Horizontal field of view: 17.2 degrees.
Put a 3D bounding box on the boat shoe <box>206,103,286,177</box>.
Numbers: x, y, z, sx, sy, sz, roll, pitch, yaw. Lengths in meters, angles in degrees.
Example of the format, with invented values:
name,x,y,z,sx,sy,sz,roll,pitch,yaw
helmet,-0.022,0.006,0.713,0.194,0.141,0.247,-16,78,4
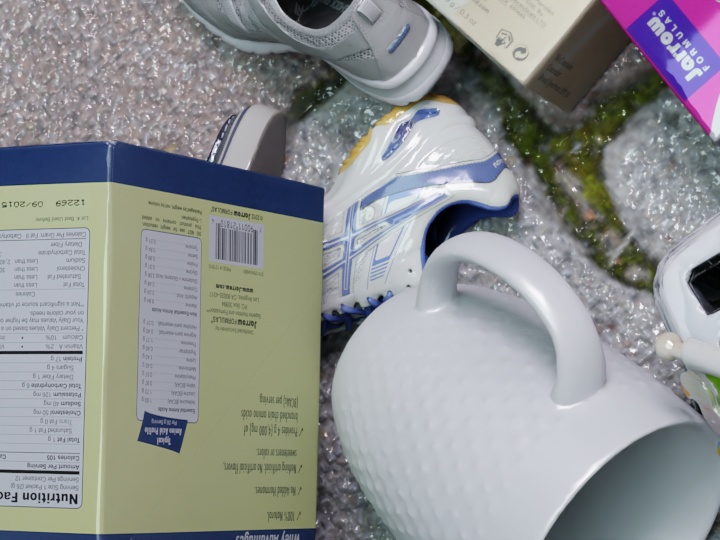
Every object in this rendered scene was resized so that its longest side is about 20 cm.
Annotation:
name,x,y,z,sx,sy,sz,roll,pitch,yaw
boat shoe,-0.114,-0.007,1.327,0.092,0.075,0.201,20,92,15

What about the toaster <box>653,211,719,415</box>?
name,x,y,z,sx,sy,sz,roll,pitch,yaw
toaster,0.226,0.011,1.164,0.199,0.129,0.114,-29,73,16

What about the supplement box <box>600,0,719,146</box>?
name,x,y,z,sx,sy,sz,roll,pitch,yaw
supplement box,0.235,-0.157,1.196,0.200,0.103,0.101,-42,72,14

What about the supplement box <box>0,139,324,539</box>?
name,x,y,z,sx,sy,sz,roll,pitch,yaw
supplement box,-0.124,0.049,1.183,0.134,0.200,0.201,-1,85,30

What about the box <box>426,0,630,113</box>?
name,x,y,z,sx,sy,sz,roll,pitch,yaw
box,0.134,-0.188,1.244,0.078,0.095,0.200,43,101,19

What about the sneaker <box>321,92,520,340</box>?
name,x,y,z,sx,sy,sz,roll,pitch,yaw
sneaker,0.000,0.000,1.284,0.200,0.075,0.088,-47,70,11

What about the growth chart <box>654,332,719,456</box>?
name,x,y,z,sx,sy,sz,roll,pitch,yaw
growth chart,0.215,0.113,1.087,0.018,0.200,0.144,-41,25,-20

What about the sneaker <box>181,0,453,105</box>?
name,x,y,z,sx,sy,sz,roll,pitch,yaw
sneaker,-0.036,-0.159,1.294,0.199,0.082,0.075,24,76,40

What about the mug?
name,x,y,z,sx,sy,sz,roll,pitch,yaw
mug,0.073,0.069,1.188,0.147,0.201,0.175,-28,48,-29
